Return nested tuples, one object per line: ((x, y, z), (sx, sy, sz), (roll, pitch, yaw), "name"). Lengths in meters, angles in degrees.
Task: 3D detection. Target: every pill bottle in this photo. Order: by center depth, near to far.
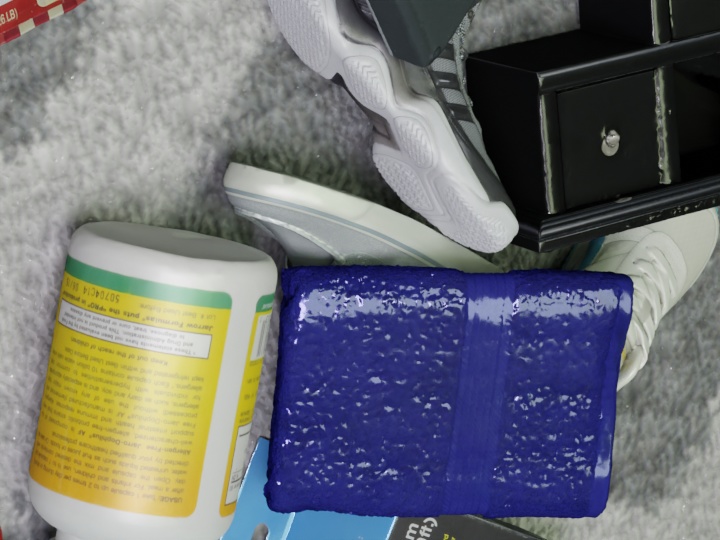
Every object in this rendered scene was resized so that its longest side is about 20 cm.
((-0.115, 0.082, 1.557), (0.113, 0.113, 0.201), (5, 99, -33), "pill bottle")

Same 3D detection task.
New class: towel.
((0.047, 0.065, 1.624), (0.199, 0.050, 0.148), (1, 109, -14), "towel")

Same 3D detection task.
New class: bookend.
((0.152, -0.133, 1.682), (0.198, 0.092, 0.201), (-14, 108, -28), "bookend")

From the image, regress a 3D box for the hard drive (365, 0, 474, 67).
((0.038, -0.210, 1.491), (0.140, 0.033, 0.200), (-58, 154, -17), "hard drive")

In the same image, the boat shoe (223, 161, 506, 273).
((0.000, 0.000, 1.634), (0.201, 0.070, 0.072), (25, 85, -36), "boat shoe")

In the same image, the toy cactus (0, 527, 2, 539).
((-0.230, 0.240, 1.546), (0.200, 0.102, 0.165), (-52, 132, -21), "toy cactus")

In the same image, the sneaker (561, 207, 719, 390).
((0.147, 0.027, 1.726), (0.200, 0.081, 0.077), (-43, 119, -17), "sneaker")

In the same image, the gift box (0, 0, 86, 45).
((-0.215, -0.202, 1.387), (0.184, 0.187, 0.200), (-26, 134, -26), "gift box")

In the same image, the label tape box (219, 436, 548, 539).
((0.009, 0.196, 1.692), (0.200, 0.063, 0.145), (22, 89, -34), "label tape box")

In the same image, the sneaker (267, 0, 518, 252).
((0.046, -0.114, 1.611), (0.114, 0.075, 0.200), (-41, 99, -21), "sneaker")
